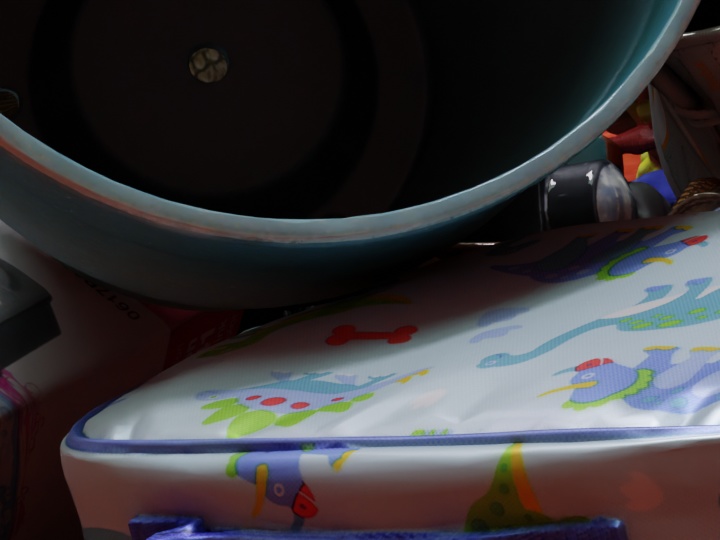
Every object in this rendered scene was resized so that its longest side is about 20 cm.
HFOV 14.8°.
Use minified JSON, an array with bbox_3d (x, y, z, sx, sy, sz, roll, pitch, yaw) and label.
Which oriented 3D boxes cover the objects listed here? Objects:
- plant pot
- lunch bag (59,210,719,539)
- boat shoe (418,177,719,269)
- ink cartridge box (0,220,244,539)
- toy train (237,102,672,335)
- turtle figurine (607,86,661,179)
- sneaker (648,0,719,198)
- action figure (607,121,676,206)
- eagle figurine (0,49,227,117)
[{"bbox_3d":[-0.031,-0.078,0.676,0.200,0.201,0.188,-15,-12,-13],"label":"plant pot"},{"bbox_3d":[0.049,0.043,0.556,0.200,0.083,0.161,-6,11,39],"label":"lunch bag"},{"bbox_3d":[0.096,0.013,0.697,0.200,0.073,0.072,-8,11,29],"label":"boat shoe"},{"bbox_3d":[-0.145,0.023,0.734,0.147,0.086,0.200,34,26,16],"label":"ink cartridge box"},{"bbox_3d":[0.000,0.000,0.845,0.200,0.085,0.114,-10,-13,27],"label":"toy train"},{"bbox_3d":[0.074,-0.077,0.978,0.161,0.065,0.200,35,-8,-35],"label":"turtle figurine"},{"bbox_3d":[0.099,-0.053,0.734,0.076,0.200,0.092,-14,24,22],"label":"sneaker"},{"bbox_3d":[0.095,-0.013,0.889,0.200,0.066,0.052,0,38,50],"label":"action figure"},{"bbox_3d":[-0.092,-0.073,0.887,0.200,0.151,0.152,4,30,37],"label":"eagle figurine"}]
